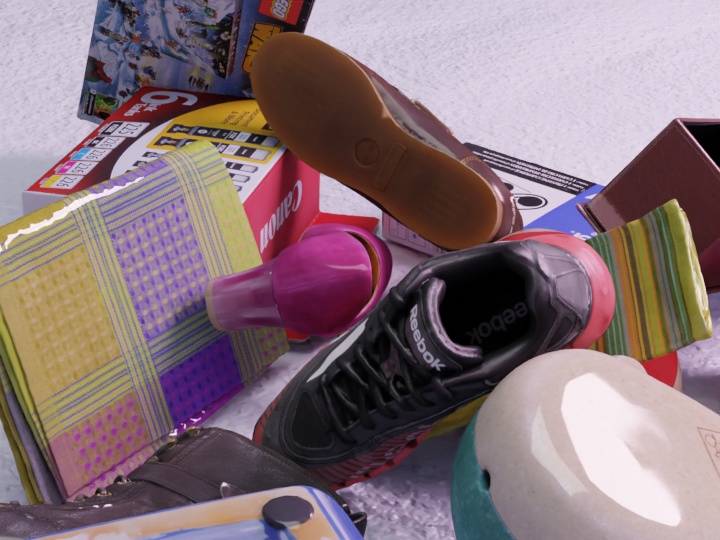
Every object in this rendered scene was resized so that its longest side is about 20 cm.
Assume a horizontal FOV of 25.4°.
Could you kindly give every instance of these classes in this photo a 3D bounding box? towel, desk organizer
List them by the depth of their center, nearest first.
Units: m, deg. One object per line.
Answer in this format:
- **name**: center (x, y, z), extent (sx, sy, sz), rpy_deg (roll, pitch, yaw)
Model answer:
- **towel**: center (0.078, 0.032, 0.815), extent (0.200, 0.018, 0.086), rpy_deg (-22, 44, 20)
- **towel**: center (-0.119, 0.022, 0.831), extent (0.023, 0.144, 0.200), rpy_deg (-7, 18, 38)
- **desk organizer**: center (0.218, -0.039, 0.928), extent (0.200, 0.077, 0.072), rpy_deg (-7, 56, -53)

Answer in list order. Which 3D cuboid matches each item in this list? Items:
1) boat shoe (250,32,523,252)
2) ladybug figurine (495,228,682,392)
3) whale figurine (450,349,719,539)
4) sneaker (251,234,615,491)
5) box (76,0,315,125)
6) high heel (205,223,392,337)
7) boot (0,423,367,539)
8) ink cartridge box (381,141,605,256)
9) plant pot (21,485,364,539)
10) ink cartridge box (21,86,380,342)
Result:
- **boat shoe**: center (0.016, -0.075, 0.996), extent (0.200, 0.070, 0.070), rpy_deg (43, 16, 19)
- **ladybug figurine**: center (0.109, 0.035, 0.883), extent (0.136, 0.072, 0.200), rpy_deg (-3, 27, -9)
- **whale figurine**: center (0.129, 0.113, 0.722), extent (0.200, 0.104, 0.159), rpy_deg (11, 42, -31)
- **sneaker**: center (0.023, 0.044, 0.760), extent (0.200, 0.071, 0.098), rpy_deg (-31, -16, 14)
- **box**: center (-0.112, -0.155, 1.086), extent (0.137, 0.200, 0.040), rpy_deg (20, 53, -4)
- **high heel**: center (0.000, 0.000, 0.900), extent (0.096, 0.067, 0.200), rpy_deg (-10, -3, 25)
- **boot**: center (-0.119, 0.117, 0.729), extent (0.200, 0.069, 0.174), rpy_deg (22, 30, 22)
- **ink cartridge box**: center (0.120, -0.026, 1.039), extent (0.200, 0.044, 0.094), rpy_deg (22, 35, 35)
- **plant pot**: center (-0.055, 0.181, 0.462), extent (0.200, 0.180, 0.200), rpy_deg (-10, 29, -19)
- **ink cartridge box**: center (-0.091, -0.041, 1.016), extent (0.176, 0.084, 0.200), rpy_deg (7, 26, 11)
